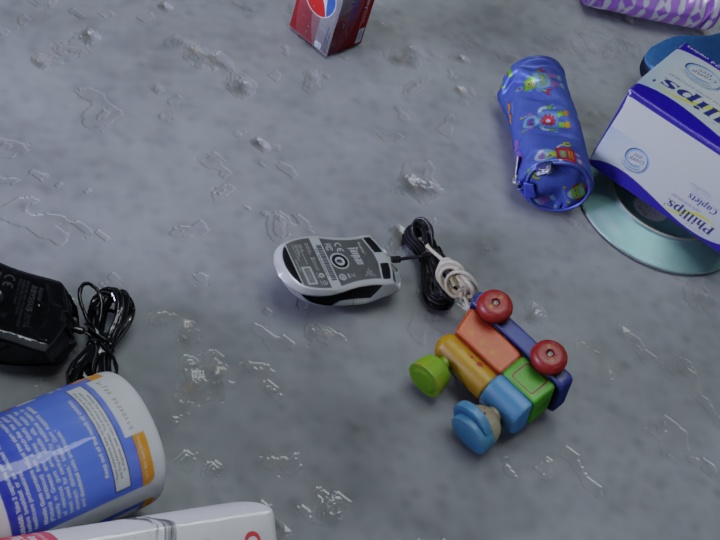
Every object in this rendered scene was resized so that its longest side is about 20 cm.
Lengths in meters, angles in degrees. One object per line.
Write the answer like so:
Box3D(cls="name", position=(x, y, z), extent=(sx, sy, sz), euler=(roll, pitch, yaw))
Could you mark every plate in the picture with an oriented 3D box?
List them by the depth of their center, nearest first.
Box3D(cls="plate", position=(0.342, -0.076, 1.493), extent=(0.199, 0.026, 0.201), euler=(11, 45, -11))

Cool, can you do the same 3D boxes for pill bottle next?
Box3D(cls="pill bottle", position=(-0.255, 0.159, 0.980), extent=(0.199, 0.112, 0.112), euler=(-21, 57, -35))

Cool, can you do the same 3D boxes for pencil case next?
Box3D(cls="pencil case", position=(0.203, -0.154, 1.480), extent=(0.086, 0.078, 0.201), euler=(-4, 47, -1))
Box3D(cls="pencil case", position=(0.393, -0.378, 1.762), extent=(0.199, 0.086, 0.084), euler=(6, 44, -14))

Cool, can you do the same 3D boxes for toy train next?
Box3D(cls="toy train", position=(0.089, 0.071, 1.224), extent=(0.115, 0.085, 0.200), euler=(-34, 65, -26))

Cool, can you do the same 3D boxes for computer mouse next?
Box3D(cls="computer mouse", position=(-0.301, 0.047, 1.122), extent=(0.199, 0.053, 0.139), euler=(22, 44, -14))
Box3D(cls="computer mouse", position=(0.000, 0.000, 1.282), extent=(0.199, 0.044, 0.110), euler=(-4, 53, -31))

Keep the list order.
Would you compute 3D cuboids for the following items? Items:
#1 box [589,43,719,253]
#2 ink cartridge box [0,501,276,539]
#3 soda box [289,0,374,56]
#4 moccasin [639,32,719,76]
Box3D(cls="box", position=(0.384, -0.140, 1.472), extent=(0.184, 0.105, 0.200), euler=(36, 38, 13))
Box3D(cls="ink cartridge box", position=(-0.154, 0.245, 0.910), extent=(0.199, 0.083, 0.148), euler=(-5, 85, -25))
Box3D(cls="soda box", position=(-0.016, -0.347, 1.496), extent=(0.070, 0.201, 0.063), euler=(43, 47, 21))
Box3D(cls="moccasin", position=(0.432, -0.253, 1.670), extent=(0.199, 0.068, 0.081), euler=(-11, 60, -28))
